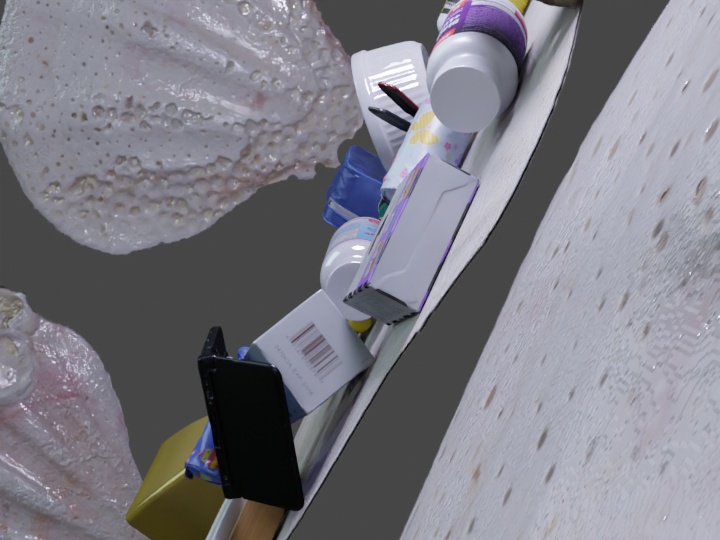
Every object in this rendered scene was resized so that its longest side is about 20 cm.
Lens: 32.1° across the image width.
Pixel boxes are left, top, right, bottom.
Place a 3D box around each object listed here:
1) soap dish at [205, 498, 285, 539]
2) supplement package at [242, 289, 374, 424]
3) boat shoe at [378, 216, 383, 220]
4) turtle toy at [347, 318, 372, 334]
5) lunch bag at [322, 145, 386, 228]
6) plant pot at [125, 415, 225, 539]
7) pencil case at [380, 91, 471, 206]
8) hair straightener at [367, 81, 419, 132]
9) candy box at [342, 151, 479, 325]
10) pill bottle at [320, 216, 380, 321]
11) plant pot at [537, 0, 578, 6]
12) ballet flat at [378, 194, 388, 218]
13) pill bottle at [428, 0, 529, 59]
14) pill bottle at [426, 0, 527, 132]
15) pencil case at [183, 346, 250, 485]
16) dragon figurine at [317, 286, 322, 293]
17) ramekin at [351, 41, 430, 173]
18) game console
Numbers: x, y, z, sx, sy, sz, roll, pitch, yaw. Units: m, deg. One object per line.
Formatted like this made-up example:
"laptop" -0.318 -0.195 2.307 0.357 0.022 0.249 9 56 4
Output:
"soap dish" -0.160 0.356 1.747 0.202 0.080 0.158 -66 4 -25
"supplement package" -0.074 0.119 1.650 0.117 0.117 0.200 -38 -3 -14
"boat shoe" 0.016 -0.043 1.969 0.200 0.062 0.074 -153 53 -84
"turtle toy" -0.059 0.111 1.851 0.202 0.100 0.146 -64 4 -4
"lunch bag" 0.006 -0.134 2.329 0.134 0.134 0.200 -61 4 18
"plant pot" -0.232 0.352 2.045 0.177 0.199 0.201 -46 12 32
"pencil case" 0.104 -0.169 1.680 0.091 0.082 0.202 35 -103 -50
"hair straightener" 0.071 -0.183 1.735 0.199 0.041 0.078 34 -102 -52
"candy box" 0.056 -0.031 1.483 0.170 0.071 0.200 -64 5 -10
"pill bottle" 0.000 0.000 1.748 0.110 0.108 0.200 -62 5 16
"plant pot" 0.187 -0.389 1.349 0.200 0.197 0.180 -83 8 -78
"ballet flat" 0.066 -0.112 1.948 0.073 0.071 0.200 -63 4 -7
"pill bottle" 0.180 -0.380 1.834 0.202 0.110 0.111 -64 4 3
"pill bottle" 0.138 -0.245 1.494 0.112 0.110 0.201 -60 5 34
"pencil case" -0.177 0.212 1.772 0.087 0.077 0.202 76 -144 -67
"dragon figurine" -0.057 0.059 2.171 0.202 0.098 0.059 -66 6 -34
"ramekin" 0.069 -0.243 1.855 0.104 0.203 0.201 -19 17 12
"game console" -0.135 0.187 1.611 0.176 0.114 0.203 -84 -13 -71
